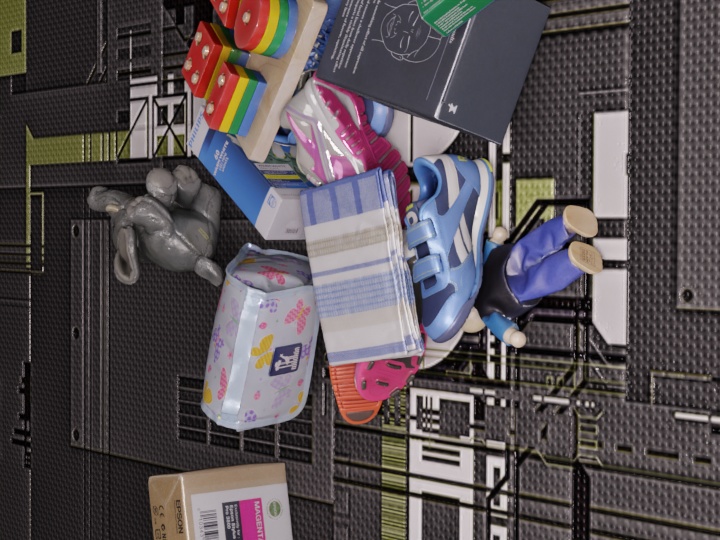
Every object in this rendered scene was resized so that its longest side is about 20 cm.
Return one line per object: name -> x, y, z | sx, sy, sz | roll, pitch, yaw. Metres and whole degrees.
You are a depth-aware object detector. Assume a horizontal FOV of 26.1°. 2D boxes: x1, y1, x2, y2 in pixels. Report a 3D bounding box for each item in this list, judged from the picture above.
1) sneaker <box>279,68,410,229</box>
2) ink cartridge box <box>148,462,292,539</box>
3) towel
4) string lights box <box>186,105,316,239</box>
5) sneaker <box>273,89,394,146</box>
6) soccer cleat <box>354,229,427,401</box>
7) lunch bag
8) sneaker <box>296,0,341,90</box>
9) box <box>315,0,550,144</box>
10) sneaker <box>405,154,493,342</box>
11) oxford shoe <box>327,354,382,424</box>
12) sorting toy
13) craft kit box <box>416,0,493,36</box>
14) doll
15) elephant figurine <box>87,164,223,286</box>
sneaker -> -0.017, -0.121, 1.709 | 0.088, 0.081, 0.201 | -25, 97, 38
ink cartridge box -> -0.161, 0.336, 1.861 | 0.075, 0.164, 0.202 | -14, 81, 47
towel -> 0.000, 0.000, 1.654 | 0.146, 0.024, 0.202 | -13, 87, 47
string lights box -> -0.112, -0.116, 1.840 | 0.200, 0.102, 0.059 | 49, 126, 37
sneaker -> -0.043, -0.174, 1.773 | 0.199, 0.082, 0.075 | -5, 86, 47
soccer cleat -> 0.042, 0.048, 1.702 | 0.087, 0.069, 0.201 | -112, 37, -55
lunch bag -> -0.110, 0.078, 1.769 | 0.126, 0.200, 0.171 | 13, 103, 5
sneaker -> -0.045, -0.274, 1.789 | 0.200, 0.075, 0.078 | -36, 70, 55
box -> 0.072, -0.233, 1.596 | 0.199, 0.107, 0.149 | 26, 97, 47
sneaker -> 0.079, -0.026, 1.583 | 0.074, 0.082, 0.202 | -27, 52, 58
oxford shoe -> -0.008, 0.072, 1.764 | 0.073, 0.071, 0.202 | -177, 85, -76
sorting toy -> -0.131, -0.261, 1.774 | 0.200, 0.069, 0.200 | -65, 30, 24
craft kit box -> 0.123, -0.357, 1.488 | 0.199, 0.048, 0.199 | -35, 47, 26
doll -> 0.158, 0.013, 1.560 | 0.200, 0.048, 0.137 | -34, 51, 47
elephant figurine -> -0.271, -0.047, 2.021 | 0.200, 0.141, 0.156 | -28, 42, 47
